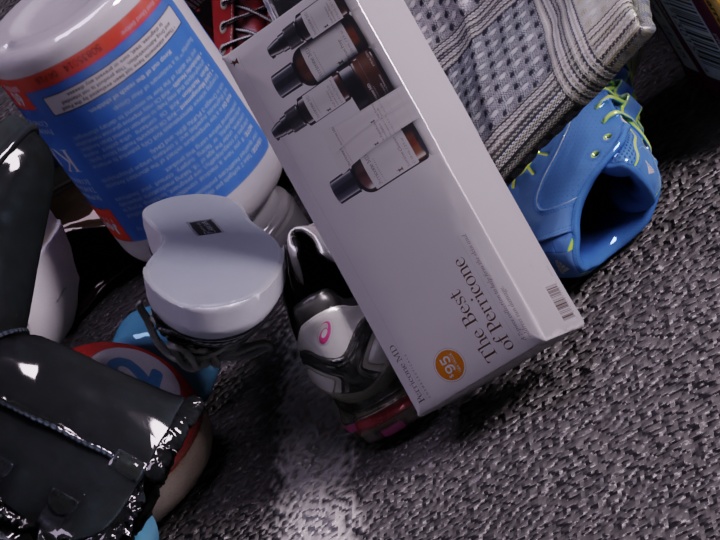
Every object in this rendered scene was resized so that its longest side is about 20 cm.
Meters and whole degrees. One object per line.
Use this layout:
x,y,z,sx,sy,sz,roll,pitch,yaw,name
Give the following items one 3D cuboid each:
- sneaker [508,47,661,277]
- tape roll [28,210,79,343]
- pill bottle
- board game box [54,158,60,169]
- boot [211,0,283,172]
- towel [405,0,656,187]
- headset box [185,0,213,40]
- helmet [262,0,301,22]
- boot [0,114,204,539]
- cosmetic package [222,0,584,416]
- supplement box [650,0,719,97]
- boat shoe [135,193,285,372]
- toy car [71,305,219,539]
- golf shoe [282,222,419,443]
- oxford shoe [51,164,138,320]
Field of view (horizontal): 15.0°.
0.124,-0.067,1.393,0.105,0.076,0.200,6,59,41,sneaker
-0.267,0.006,1.592,0.202,0.203,0.071,-16,30,35,tape roll
-0.113,-0.075,1.539,0.112,0.200,0.112,-28,25,15,pill bottle
-0.214,-0.068,1.702,0.200,0.039,0.158,-15,-19,-37,board game box
-0.063,-0.152,1.636,0.072,0.201,0.144,2,35,9,boot
0.063,-0.120,1.379,0.193,0.034,0.200,-46,31,28,towel
-0.070,-0.220,1.751,0.200,0.149,0.077,-41,51,16,headset box
0.046,-0.194,1.564,0.190,0.200,0.200,-25,27,17,helmet
-0.153,0.042,1.321,0.199,0.162,0.073,-61,-4,-18,boot
0.019,-0.038,1.307,0.082,0.200,0.051,-33,-8,30,cosmetic package
0.236,-0.194,1.395,0.200,0.131,0.103,-39,25,-8,supplement box
-0.079,0.016,1.389,0.073,0.068,0.199,-9,16,-12,boat shoe
-0.193,0.058,1.410,0.176,0.200,0.185,-22,28,25,toy car
0.000,0.000,1.400,0.072,0.092,0.200,-30,24,12,golf shoe
-0.212,0.006,1.678,0.200,0.073,0.085,-35,40,18,oxford shoe
